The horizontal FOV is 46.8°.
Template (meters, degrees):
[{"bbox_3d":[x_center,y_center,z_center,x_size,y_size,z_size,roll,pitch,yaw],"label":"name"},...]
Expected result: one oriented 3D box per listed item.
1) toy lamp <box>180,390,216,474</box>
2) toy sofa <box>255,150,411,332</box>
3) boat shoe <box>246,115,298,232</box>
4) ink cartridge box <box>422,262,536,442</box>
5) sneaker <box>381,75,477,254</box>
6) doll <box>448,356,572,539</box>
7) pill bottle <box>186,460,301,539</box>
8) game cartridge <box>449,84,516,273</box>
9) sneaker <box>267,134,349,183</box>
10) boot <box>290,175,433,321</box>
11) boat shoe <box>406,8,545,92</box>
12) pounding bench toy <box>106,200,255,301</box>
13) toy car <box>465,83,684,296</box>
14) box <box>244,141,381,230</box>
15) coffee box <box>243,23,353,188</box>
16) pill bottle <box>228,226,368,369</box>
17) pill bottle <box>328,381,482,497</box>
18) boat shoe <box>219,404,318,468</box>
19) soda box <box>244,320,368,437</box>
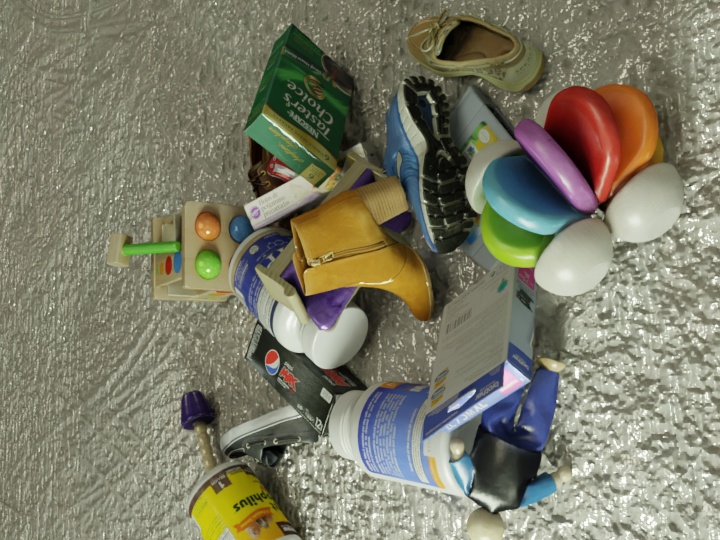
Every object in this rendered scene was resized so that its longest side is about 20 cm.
[{"bbox_3d":[-0.239,0.286,1.299,0.058,0.057,0.203,-42,58,35],"label":"toy lamp"},{"bbox_3d":[-0.026,-0.034,1.007,0.097,0.083,0.201,32,73,22],"label":"toy sofa"},{"bbox_3d":[-0.137,-0.135,1.223,0.071,0.067,0.205,-15,76,44],"label":"boat shoe"},{"bbox_3d":[0.123,0.081,0.846,0.119,0.042,0.202,-42,17,36],"label":"ink cartridge box"},{"bbox_3d":[0.074,-0.114,0.955,0.089,0.077,0.205,-38,60,59],"label":"sneaker"},{"bbox_3d":[0.156,0.185,0.853,0.048,0.134,0.204,174,115,-82],"label":"doll"},{"bbox_3d":[-0.150,0.370,1.150,0.200,0.108,0.111,45,117,33],"label":"pill bottle"},{"bbox_3d":[0.141,-0.097,0.948,0.134,0.040,0.202,-55,50,32],"label":"game cartridge"},{"bbox_3d":[-0.101,-0.201,1.189,0.113,0.070,0.202,-49,56,27],"label":"sneaker"},{"bbox_3d":[0.000,0.000,0.956,0.071,0.142,0.204,49,161,56],"label":"boot"},{"bbox_3d":[0.121,-0.262,0.954,0.198,0.062,0.075,26,89,42],"label":"boat shoe"},{"bbox_3d":[-0.259,-0.028,1.232,0.155,0.196,0.128,-14,76,55],"label":"pounding bench toy"},{"bbox_3d":[0.193,-0.093,0.780,0.198,0.150,0.176,-36,58,1],"label":"toy car"},{"bbox_3d":[-0.066,-0.112,1.118,0.197,0.041,0.039,-25,89,24],"label":"box"},{"bbox_3d":[-0.073,-0.214,1.067,0.044,0.122,0.203,-33,31,36],"label":"coffee box"},{"bbox_3d":[-0.081,0.038,1.109,0.199,0.118,0.122,39,113,41],"label":"pill bottle"},{"bbox_3d":[0.057,0.186,0.953,0.197,0.111,0.115,-1,85,46],"label":"pill bottle"},{"bbox_3d":[-0.128,0.245,1.182,0.198,0.069,0.068,-28,65,34],"label":"boat shoe"},{"bbox_3d":[-0.073,0.140,1.124,0.199,0.070,0.065,37,114,43],"label":"soda box"}]
